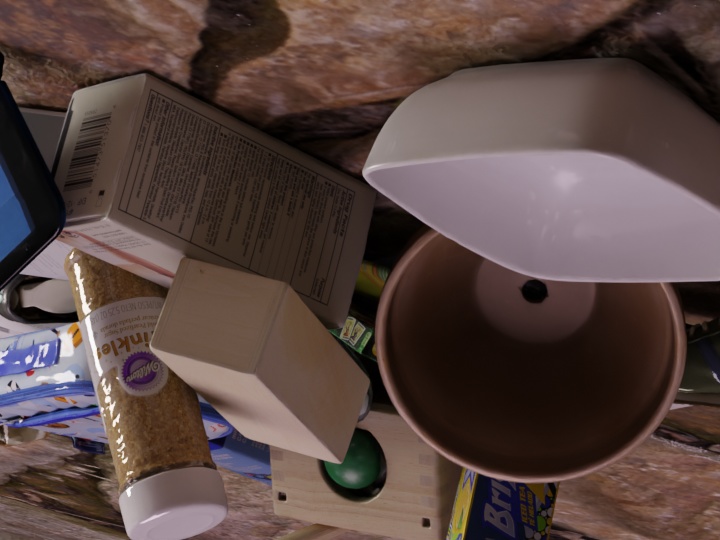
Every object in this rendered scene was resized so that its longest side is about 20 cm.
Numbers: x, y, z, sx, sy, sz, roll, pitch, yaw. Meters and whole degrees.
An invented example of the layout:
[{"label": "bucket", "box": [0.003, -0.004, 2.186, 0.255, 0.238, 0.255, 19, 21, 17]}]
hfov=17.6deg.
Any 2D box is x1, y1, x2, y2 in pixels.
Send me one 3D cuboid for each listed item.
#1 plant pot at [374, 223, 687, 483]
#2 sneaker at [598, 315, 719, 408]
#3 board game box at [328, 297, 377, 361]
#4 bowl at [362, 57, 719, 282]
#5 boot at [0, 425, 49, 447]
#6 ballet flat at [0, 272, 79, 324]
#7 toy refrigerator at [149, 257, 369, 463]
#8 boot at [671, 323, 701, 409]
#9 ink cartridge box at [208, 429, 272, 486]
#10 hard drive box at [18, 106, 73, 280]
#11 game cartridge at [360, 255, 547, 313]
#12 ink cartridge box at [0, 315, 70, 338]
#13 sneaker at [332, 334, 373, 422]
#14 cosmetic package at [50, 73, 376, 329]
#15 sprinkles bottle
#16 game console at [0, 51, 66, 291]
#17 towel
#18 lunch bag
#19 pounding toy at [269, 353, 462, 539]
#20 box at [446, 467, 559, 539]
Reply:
[{"label": "plant pot", "box": [0.112, 0.029, 1.521, 0.200, 0.202, 0.093, 13, -154, 1]}, {"label": "sneaker", "box": [0.261, 0.048, 1.556, 0.199, 0.090, 0.067, 6, -175, 13]}, {"label": "board game box", "box": [0.001, 0.041, 1.702, 0.105, 0.024, 0.200, 30, -178, -32]}, {"label": "bowl", "box": [0.128, -0.058, 1.315, 0.199, 0.075, 0.200, -1, 158, 41]}, {"label": "boot", "box": [-0.296, 0.089, 1.984, 0.175, 0.066, 0.200, 23, -162, -30]}, {"label": "ballet flat", "box": [-0.172, 0.015, 1.712, 0.199, 0.068, 0.068, -8, -169, -6]}, {"label": "toy refrigerator", "box": [-0.060, 0.058, 1.510, 0.076, 0.070, 0.200, 13, 164, 21]}, {"label": "boot", "box": [0.213, 0.050, 1.642, 0.199, 0.091, 0.073, -15, 164, -9]}, {"label": "ink cartridge box", "box": [-0.087, 0.095, 1.898, 0.199, 0.137, 0.076, 24, 160, -35]}, {"label": "hard drive box", "box": [-0.249, -0.055, 1.622, 0.199, 0.077, 0.156, 8, 164, 18]}, {"label": "game cartridge", "box": [0.104, 0.035, 1.731, 0.199, 0.041, 0.133, 22, 166, -29]}, {"label": "ink cartridge box", "box": [-0.217, 0.022, 1.849, 0.145, 0.085, 0.200, 15, 162, -6]}, {"label": "sneaker", "box": [-0.033, 0.062, 1.773, 0.095, 0.079, 0.200, 5, -162, -33]}, {"label": "cosmetic package", "box": [-0.097, -0.039, 1.509, 0.200, 0.104, 0.087, 27, 159, -35]}, {"label": "sprinkles bottle", "box": [-0.142, 0.075, 1.527, 0.068, 0.201, 0.068, -14, 158, -6]}, {"label": "game console", "box": [-0.304, -0.054, 1.466, 0.170, 0.119, 0.200, 23, 134, -31]}, {"label": "towel", "box": [0.000, 0.000, 1.643, 0.199, 0.018, 0.086, 20, 166, 38]}, {"label": "lunch bag", "box": [-0.193, 0.086, 1.737, 0.160, 0.076, 0.200, 14, 163, -35]}, {"label": "pounding toy", "box": [0.013, 0.155, 1.815, 0.183, 0.143, 0.200, 6, -163, 33]}, {"label": "box", "box": [0.108, 0.152, 1.695, 0.064, 0.201, 0.070, 15, 164, -6]}]
